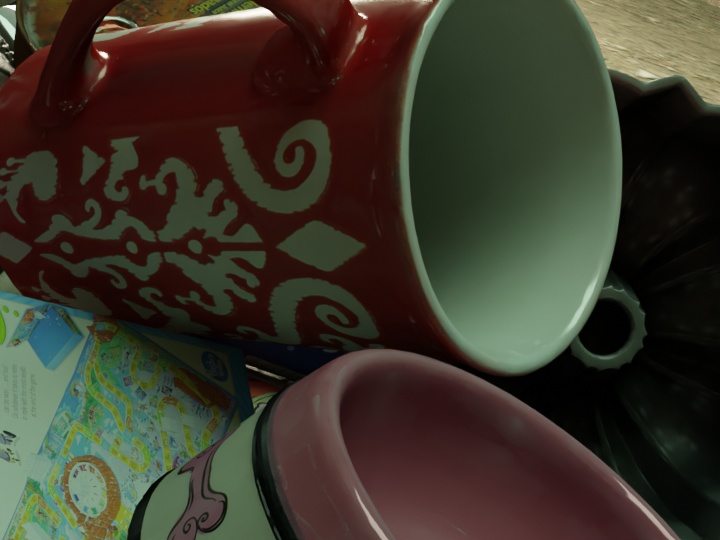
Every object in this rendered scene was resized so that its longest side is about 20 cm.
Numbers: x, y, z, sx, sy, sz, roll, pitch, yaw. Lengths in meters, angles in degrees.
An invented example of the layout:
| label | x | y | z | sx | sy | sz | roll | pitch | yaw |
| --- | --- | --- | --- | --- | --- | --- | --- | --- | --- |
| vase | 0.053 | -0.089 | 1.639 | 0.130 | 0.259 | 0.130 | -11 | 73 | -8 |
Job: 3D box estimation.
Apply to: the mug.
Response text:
| label | x | y | z | sx | sy | sz | roll | pitch | yaw |
| --- | --- | --- | --- | --- | --- | --- | --- | --- | --- |
| mug | -0.033 | -0.053 | 0.720 | 0.200 | 0.178 | 0.133 | 0 | 29 | 38 |

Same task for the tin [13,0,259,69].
| label | x | y | z | sx | sy | sz | roll | pitch | yaw |
| --- | --- | --- | --- | --- | --- | --- | --- | --- | --- |
| tin | -0.078 | -0.122 | 0.988 | 0.112 | 0.042 | 0.200 | 33 | 45 | 22 |

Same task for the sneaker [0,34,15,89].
| label | x | y | z | sx | sy | sz | roll | pitch | yaw |
| --- | --- | --- | --- | --- | --- | --- | --- | --- | --- |
| sneaker | -0.186 | -0.067 | 0.995 | 0.073 | 0.085 | 0.200 | 53 | 9 | 32 |

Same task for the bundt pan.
| label | x | y | z | sx | sy | sz | roll | pitch | yaw |
| --- | --- | --- | --- | --- | --- | --- | --- | --- | --- |
| bundt pan | 0.089 | 0.022 | 0.826 | 0.202 | 0.202 | 0.076 | 18 | -2 | -7 |

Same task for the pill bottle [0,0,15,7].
| label | x | y | z | sx | sy | sz | roll | pitch | yaw |
| --- | --- | --- | --- | --- | --- | --- | --- | --- | --- |
| pill bottle | -0.149 | -0.168 | 1.270 | 0.200 | 0.114 | 0.114 | 10 | 19 | -32 |

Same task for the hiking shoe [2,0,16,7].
| label | x | y | z | sx | sy | sz | roll | pitch | yaw |
| --- | --- | --- | --- | --- | --- | --- | --- | --- | --- |
| hiking shoe | -0.143 | -0.107 | 1.103 | 0.200 | 0.101 | 0.076 | 8 | 21 | -37 |

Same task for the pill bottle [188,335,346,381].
| label | x | y | z | sx | sy | sz | roll | pitch | yaw |
| --- | --- | --- | --- | --- | --- | --- | --- | --- | --- |
| pill bottle | 0.000 | 0.000 | 0.906 | 0.200 | 0.112 | 0.112 | 20 | 16 | -15 |

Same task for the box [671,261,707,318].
| label | x | y | z | sx | sy | sz | roll | pitch | yaw |
| --- | --- | --- | --- | --- | --- | --- | --- | --- | --- |
| box | 0.192 | 0.052 | 0.960 | 0.048 | 0.122 | 0.200 | 31 | 19 | 29 |

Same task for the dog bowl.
| label | x | y | z | sx | sy | sz | roll | pitch | yaw |
| --- | --- | --- | --- | --- | --- | --- | --- | --- | --- |
| dog bowl | 0.035 | 0.104 | 0.595 | 0.200 | 0.074 | 0.200 | 33 | 21 | -14 |

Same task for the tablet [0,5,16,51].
| label | x | y | z | sx | sy | sz | roll | pitch | yaw |
| --- | --- | --- | --- | --- | --- | --- | --- | --- | --- |
| tablet | -0.087 | -0.054 | 1.016 | 0.200 | 0.014 | 0.130 | 51 | 25 | 13 |

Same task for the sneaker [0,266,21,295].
| label | x | y | z | sx | sy | sz | roll | pitch | yaw |
| --- | --- | --- | --- | --- | --- | --- | --- | --- | --- |
| sneaker | -0.190 | -0.030 | 0.785 | 0.069 | 0.100 | 0.200 | 12 | 11 | 17 |

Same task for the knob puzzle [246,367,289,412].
| label | x | y | z | sx | sy | sz | roll | pitch | yaw |
| --- | --- | --- | --- | --- | --- | --- | --- | --- | --- |
| knob puzzle | -0.054 | 0.061 | 0.801 | 0.219 | 0.030 | 0.220 | 19 | 16 | -6 |

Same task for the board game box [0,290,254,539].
| label | x | y | z | sx | sy | sz | roll | pitch | yaw |
| --- | --- | --- | --- | --- | --- | --- | --- | --- | --- |
| board game box | -0.093 | 0.076 | 0.637 | 0.134 | 0.034 | 0.200 | 15 | 27 | -18 |
